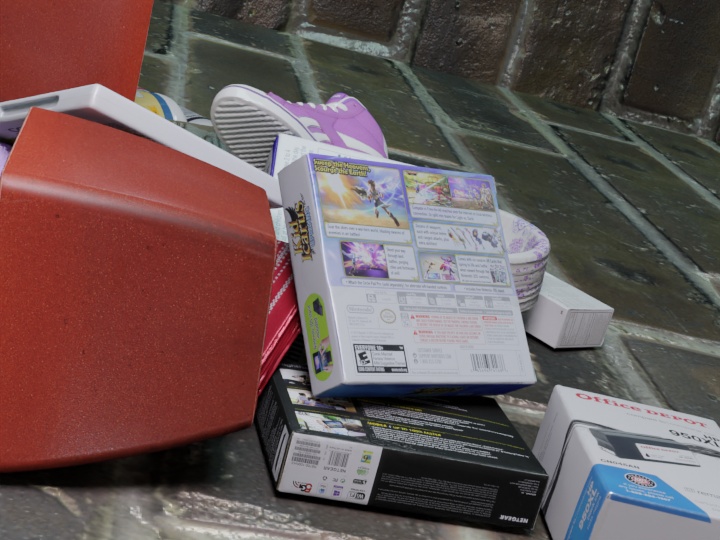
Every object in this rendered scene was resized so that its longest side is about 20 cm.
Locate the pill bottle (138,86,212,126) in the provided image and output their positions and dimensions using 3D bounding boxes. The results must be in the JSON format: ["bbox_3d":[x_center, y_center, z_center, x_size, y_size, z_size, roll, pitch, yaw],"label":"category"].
[{"bbox_3d":[-0.213,-0.129,1.612,0.200,0.112,0.111,27,20,34],"label":"pill bottle"}]

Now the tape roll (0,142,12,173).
[{"bbox_3d":[-0.320,-0.062,1.233,0.200,0.066,0.200,16,-10,3],"label":"tape roll"}]

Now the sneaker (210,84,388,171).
[{"bbox_3d":[-0.054,-0.134,1.327,0.200,0.073,0.114,33,44,-32],"label":"sneaker"}]

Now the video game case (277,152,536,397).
[{"bbox_3d":[0.038,0.007,1.122,0.200,0.182,0.045,4,-20,-39],"label":"video game case"}]

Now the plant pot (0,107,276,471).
[{"bbox_3d":[-0.155,0.015,0.978,0.176,0.200,0.200,6,18,-9],"label":"plant pot"}]

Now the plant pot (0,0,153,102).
[{"bbox_3d":[-0.324,-0.198,1.253,0.199,0.200,0.176,6,-9,25],"label":"plant pot"}]

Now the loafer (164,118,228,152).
[{"bbox_3d":[-0.131,-0.095,1.344,0.200,0.067,0.076,13,57,-21],"label":"loafer"}]

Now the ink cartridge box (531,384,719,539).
[{"bbox_3d":[0.217,0.172,1.068,0.144,0.084,0.200,14,16,-8],"label":"ink cartridge box"}]

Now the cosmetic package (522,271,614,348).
[{"bbox_3d":[0.175,0.024,1.572,0.082,0.051,0.200,4,20,-43],"label":"cosmetic package"}]

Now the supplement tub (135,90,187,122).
[{"bbox_3d":[-0.289,-0.119,1.449,0.200,0.145,0.145,3,20,-35],"label":"supplement tub"}]

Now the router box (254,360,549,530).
[{"bbox_3d":[0.026,0.130,1.086,0.200,0.051,0.149,12,15,-14],"label":"router box"}]

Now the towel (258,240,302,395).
[{"bbox_3d":[-0.128,0.026,1.144,0.200,0.145,0.022,18,-26,35],"label":"towel"}]

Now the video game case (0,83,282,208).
[{"bbox_3d":[-0.188,-0.091,1.151,0.182,0.023,0.200,-1,-20,46],"label":"video game case"}]

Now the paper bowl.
[{"bbox_3d":[0.089,-0.003,1.468,0.200,0.105,0.201,9,19,-3],"label":"paper bowl"}]

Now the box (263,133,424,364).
[{"bbox_3d":[0.000,0.000,1.252,0.200,0.105,0.184,14,51,-10],"label":"box"}]
